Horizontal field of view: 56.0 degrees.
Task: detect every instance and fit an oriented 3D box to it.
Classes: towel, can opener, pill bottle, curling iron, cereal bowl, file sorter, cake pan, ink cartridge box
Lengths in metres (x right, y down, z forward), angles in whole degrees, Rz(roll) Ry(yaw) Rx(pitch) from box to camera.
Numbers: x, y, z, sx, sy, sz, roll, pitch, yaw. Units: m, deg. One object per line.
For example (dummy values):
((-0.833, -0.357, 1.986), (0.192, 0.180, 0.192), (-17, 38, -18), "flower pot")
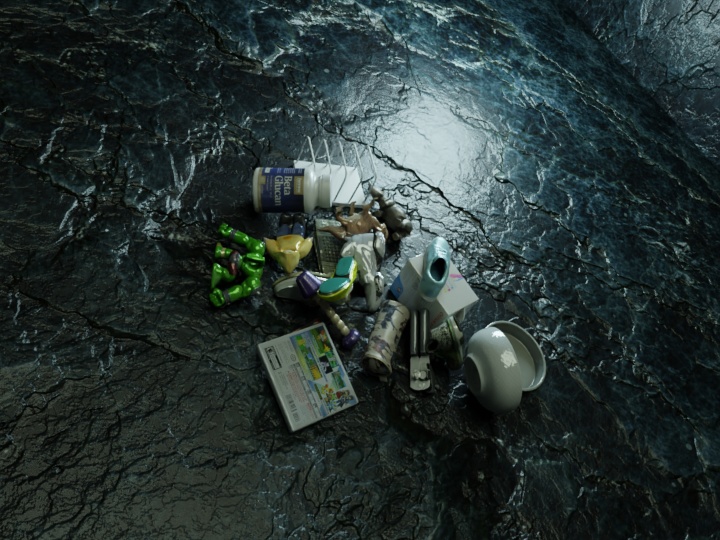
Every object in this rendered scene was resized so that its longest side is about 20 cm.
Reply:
((-0.031, -0.045, 1.769), (0.195, 0.035, 0.197), (6, 57, -26), "towel")
((0.147, 0.195, 1.645), (0.066, 0.051, 0.206), (30, 55, -58), "can opener")
((-0.170, -0.202, 1.714), (0.194, 0.112, 0.113), (0, 52, 0), "pill bottle")
((-0.095, 0.133, 1.601), (0.198, 0.026, 0.050), (-30, 82, -40), "curling iron")
((0.302, 0.243, 1.617), (0.081, 0.202, 0.204), (-11, 60, -14), "cereal bowl")
((-0.067, -0.272, 1.851), (0.195, 0.125, 0.142), (3, 55, -26), "file sorter")
((0.394, 0.229, 1.772), (0.195, 0.037, 0.204), (14, 51, -18), "cake pan")
((0.193, 0.069, 1.728), (0.123, 0.129, 0.202), (-22, 68, -37), "ink cartridge box")

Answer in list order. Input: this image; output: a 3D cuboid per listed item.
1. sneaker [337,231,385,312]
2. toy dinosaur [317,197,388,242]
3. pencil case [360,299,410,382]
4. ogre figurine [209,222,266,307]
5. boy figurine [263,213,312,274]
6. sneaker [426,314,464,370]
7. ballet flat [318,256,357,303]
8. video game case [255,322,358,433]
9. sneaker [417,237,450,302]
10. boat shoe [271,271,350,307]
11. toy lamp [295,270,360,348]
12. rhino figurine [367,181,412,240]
((0.000, 0.000, 1.687), (0.111, 0.075, 0.206), (5, 77, -9), "sneaker")
((-0.006, -0.105, 1.755), (0.196, 0.085, 0.139), (-21, 105, -20), "toy dinosaur")
((0.062, 0.163, 1.625), (0.076, 0.091, 0.202), (4, 44, 20), "pencil case")
((-0.282, -0.009, 1.565), (0.116, 0.100, 0.203), (6, 41, -8), "ogre figurine")
((-0.178, -0.064, 1.643), (0.120, 0.066, 0.202), (3, 33, -1), "boy figurine")
((0.198, 0.179, 1.623), (0.086, 0.202, 0.078), (-13, 52, -1), "sneaker")
((-0.045, 0.036, 1.561), (0.065, 0.069, 0.201), (-1, 24, 15), "ballet flat")
((-0.117, 0.233, 1.500), (0.179, 0.022, 0.204), (-15, 72, -35), "video game case")
((0.194, -0.017, 1.650), (0.072, 0.082, 0.203), (23, 49, -9), "sneaker")
((-0.113, 0.049, 1.621), (0.195, 0.075, 0.070), (-4, 62, -22), "boat shoe")
((-0.077, 0.087, 1.573), (0.201, 0.058, 0.059), (51, 45, -16), "toy lamp")
((0.076, -0.170, 1.888), (0.202, 0.060, 0.087), (55, 26, 19), "rhino figurine")
